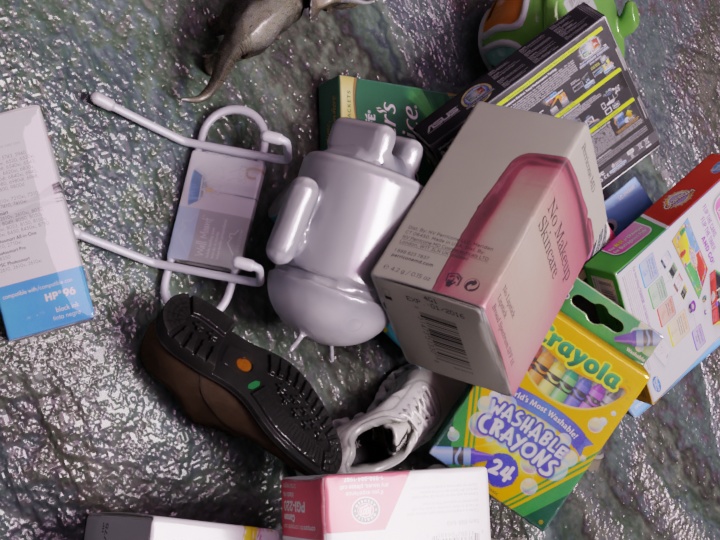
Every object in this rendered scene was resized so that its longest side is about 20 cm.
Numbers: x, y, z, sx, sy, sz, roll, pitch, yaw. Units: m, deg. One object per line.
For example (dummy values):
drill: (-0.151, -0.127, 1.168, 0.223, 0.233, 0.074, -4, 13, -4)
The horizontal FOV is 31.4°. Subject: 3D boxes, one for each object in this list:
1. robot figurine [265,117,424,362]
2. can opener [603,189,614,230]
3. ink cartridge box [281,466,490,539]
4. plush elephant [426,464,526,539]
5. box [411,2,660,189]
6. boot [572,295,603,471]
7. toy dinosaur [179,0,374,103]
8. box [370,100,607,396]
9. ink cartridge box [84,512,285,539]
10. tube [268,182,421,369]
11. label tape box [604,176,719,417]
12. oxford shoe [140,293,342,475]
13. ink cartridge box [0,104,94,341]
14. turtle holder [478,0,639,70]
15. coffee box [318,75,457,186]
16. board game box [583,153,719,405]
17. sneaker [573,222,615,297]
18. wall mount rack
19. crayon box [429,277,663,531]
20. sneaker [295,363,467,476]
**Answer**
robot figurine: (-0.011, -0.024, 1.078, 0.169, 0.112, 0.202, 20, 87, -46)
can opener: (0.282, -0.009, 1.354, 0.200, 0.053, 0.067, 41, 59, -19)
ink cartridge box: (0.021, 0.251, 0.946, 0.144, 0.085, 0.203, 2, 80, -28)
plush elephant: (0.070, 0.257, 1.104, 0.198, 0.165, 0.156, 29, 107, -7)
box: (0.167, -0.124, 1.193, 0.199, 0.044, 0.161, -37, 125, -2)
boot: (0.191, 0.080, 1.226, 0.180, 0.072, 0.202, 12, 102, -28)
toy dinosaur: (-0.091, -0.221, 1.122, 0.199, 0.102, 0.078, -36, 101, -33)
box: (0.113, -0.020, 1.067, 0.201, 0.108, 0.128, -57, 145, -26)
ink cartridge box: (-0.109, 0.274, 1.000, 0.198, 0.145, 0.149, 13, 75, -29)
tube: (0.000, 0.000, 1.175, 0.200, 0.050, 0.078, 46, 39, -19)
label tape box: (0.269, 0.025, 1.306, 0.143, 0.066, 0.201, -38, 102, -6)
oxford shoe: (-0.100, 0.108, 1.074, 0.200, 0.084, 0.073, 42, 39, -4)
ink cartridge box: (-0.258, -0.052, 0.970, 0.067, 0.116, 0.203, -15, 90, -13)
turtle holder: (0.203, -0.228, 1.292, 0.185, 0.130, 0.143, 16, 75, -51)
coffee box: (0.053, -0.112, 1.230, 0.198, 0.044, 0.125, 6, 80, -31)
board game box: (0.307, 0.006, 1.219, 0.199, 0.040, 0.154, -37, 122, -26)
sneaker: (0.149, 0.014, 1.185, 0.200, 0.080, 0.075, -48, 143, -3)
wall mount rack: (-0.153, -0.065, 1.079, 0.171, 0.075, 0.203, 10, 73, 4)
crayon box: (0.166, 0.111, 1.135, 0.125, 0.052, 0.201, 33, 98, 1)
sneaker: (0.034, 0.139, 1.156, 0.199, 0.081, 0.076, -32, 97, -34)
